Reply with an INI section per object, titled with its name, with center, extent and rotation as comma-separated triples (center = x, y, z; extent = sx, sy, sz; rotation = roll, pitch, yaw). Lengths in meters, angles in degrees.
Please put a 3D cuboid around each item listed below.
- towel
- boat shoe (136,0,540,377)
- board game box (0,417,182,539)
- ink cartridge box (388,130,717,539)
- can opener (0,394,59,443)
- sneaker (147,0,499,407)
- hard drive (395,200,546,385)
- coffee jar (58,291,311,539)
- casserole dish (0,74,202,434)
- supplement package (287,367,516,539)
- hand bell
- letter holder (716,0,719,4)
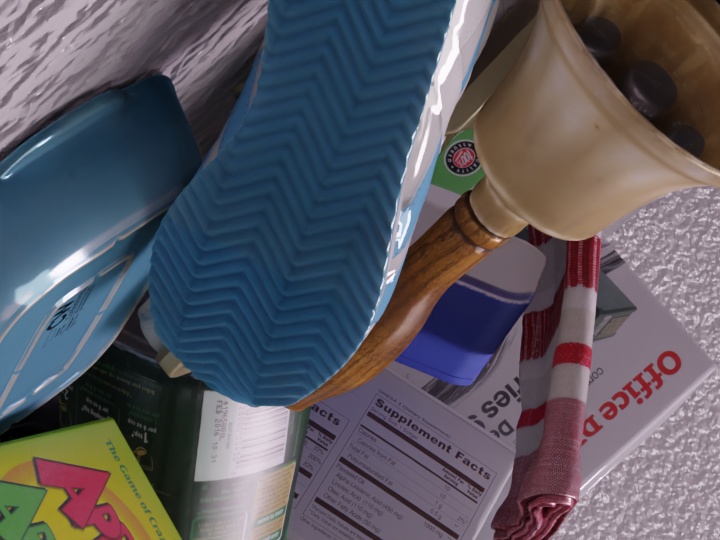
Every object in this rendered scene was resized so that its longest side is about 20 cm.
[towel]
center = 0.078, 0.004, 0.853
extent = 0.144, 0.023, 0.201
rotation = 97, 0, -74
[boat shoe]
center = -0.011, -0.048, 0.766
extent = 0.200, 0.068, 0.075
rotation = -44, 174, 5
[board game box]
center = -0.131, 0.116, 0.719
extent = 0.048, 0.102, 0.200
rotation = -38, 167, 26
[ink cartridge box]
center = 0.062, 0.029, 1.111
extent = 0.146, 0.200, 0.084
rotation = -39, 172, -22
[can opener]
center = -0.163, 0.117, 0.990
extent = 0.079, 0.063, 0.200
rotation = -12, 154, -49
[sneaker]
center = -0.003, -0.043, 0.662
extent = 0.081, 0.076, 0.200
rotation = -45, 162, -58
[hard drive]
center = 0.000, 0.000, 0.903
extent = 0.200, 0.132, 0.025
rotation = 107, 6, -78
[coffee jar]
center = -0.077, 0.113, 0.885
extent = 0.085, 0.104, 0.201
rotation = -12, 116, -43
[casserole dish]
center = -0.111, 0.010, 0.720
extent = 0.121, 0.039, 0.200
rotation = -37, 171, -34
[supplement package]
center = -0.042, 0.132, 1.052
extent = 0.111, 0.156, 0.200
rotation = -57, 179, -39
[hand bell]
center = 0.037, -0.011, 0.719
extent = 0.200, 0.104, 0.104
rotation = -44, 173, 33
[letter holder]
center = 0.207, -0.111, 0.936
extent = 0.200, 0.142, 0.101
rotation = -93, -156, -72
